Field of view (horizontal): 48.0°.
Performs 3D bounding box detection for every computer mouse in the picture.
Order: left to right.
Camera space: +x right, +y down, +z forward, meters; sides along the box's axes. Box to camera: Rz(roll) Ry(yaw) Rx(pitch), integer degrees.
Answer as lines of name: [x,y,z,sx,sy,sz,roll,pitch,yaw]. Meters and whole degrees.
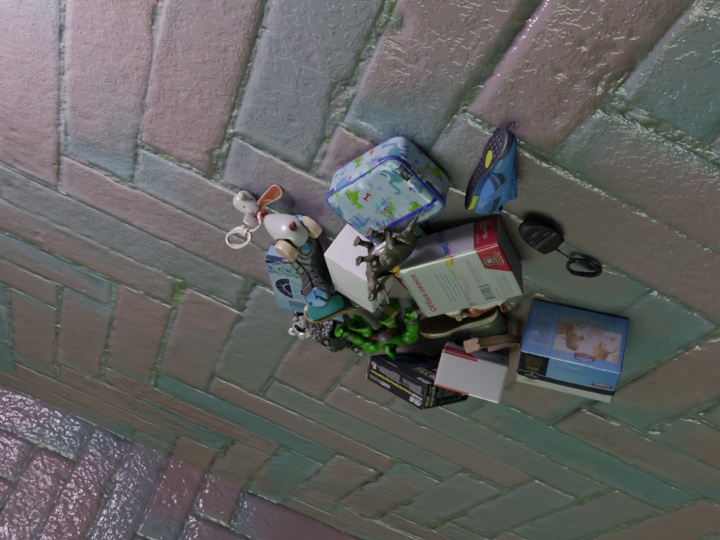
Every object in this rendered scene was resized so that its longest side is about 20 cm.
computer mouse: [0.368,-0.043,1.486,0.200,0.034,0.059,31,130,-25]

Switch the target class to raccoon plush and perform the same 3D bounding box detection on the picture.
raccoon plush: [-0.090,0.164,1.996,0.134,0.097,0.200,6,146,36]

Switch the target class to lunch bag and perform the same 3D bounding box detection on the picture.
lunch bag: [0.051,-0.139,1.455,0.200,0.083,0.161,-25,125,40]

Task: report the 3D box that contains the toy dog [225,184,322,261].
toy dog: [-0.178,-0.103,1.612,0.199,0.132,0.096,14,157,11]

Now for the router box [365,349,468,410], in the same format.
router box: [0.134,0.250,1.882,0.150,0.062,0.200,-4,-162,-41]

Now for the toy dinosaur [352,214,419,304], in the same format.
toy dinosaur: [0.052,-0.038,1.471,0.102,0.077,0.200,22,120,-31]

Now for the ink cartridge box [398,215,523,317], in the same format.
ink cartridge box: [0.191,-0.005,1.538,0.199,0.083,0.146,-15,133,22]

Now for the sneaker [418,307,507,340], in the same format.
sneaker: [0.230,0.131,1.772,0.200,0.067,0.090,-16,130,35]

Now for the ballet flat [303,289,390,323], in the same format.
ballet flat: [-0.031,0.063,1.790,0.199,0.069,0.063,-17,173,-3]

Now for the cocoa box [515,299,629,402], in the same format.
cocoa box: [0.431,0.164,1.652,0.199,0.134,0.131,12,146,14]

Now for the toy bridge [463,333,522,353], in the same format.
toy bridge: [0.303,0.156,1.728,0.067,0.027,0.200,-24,160,36]

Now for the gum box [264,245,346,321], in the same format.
gum box: [-0.119,0.032,1.853,0.169,0.045,0.200,12,147,13]

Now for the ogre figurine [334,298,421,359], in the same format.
ogre figurine: [0.052,0.141,1.859,0.200,0.098,0.120,-30,135,5]

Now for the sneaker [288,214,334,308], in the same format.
sneaker: [-0.107,-0.023,1.706,0.073,0.082,0.201,-10,104,18]

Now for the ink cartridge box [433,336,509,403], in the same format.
ink cartridge box: [0.249,0.212,1.778,0.144,0.084,0.200,15,-173,10]

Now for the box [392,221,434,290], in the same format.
box: [0.099,-0.041,1.626,0.137,0.040,0.200,-10,137,37]

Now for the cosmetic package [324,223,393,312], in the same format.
cosmetic package: [0.000,0.000,1.639,0.107,0.085,0.200,33,164,14]

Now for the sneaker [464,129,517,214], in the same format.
sneaker: [0.237,-0.162,1.354,0.078,0.066,0.200,10,148,-5]

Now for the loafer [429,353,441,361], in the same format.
loafer: [0.239,0.243,1.936,0.200,0.071,0.068,1,142,29]

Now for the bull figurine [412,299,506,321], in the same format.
bull figurine: [0.204,0.066,1.668,0.200,0.065,0.121,-5,-177,44]
